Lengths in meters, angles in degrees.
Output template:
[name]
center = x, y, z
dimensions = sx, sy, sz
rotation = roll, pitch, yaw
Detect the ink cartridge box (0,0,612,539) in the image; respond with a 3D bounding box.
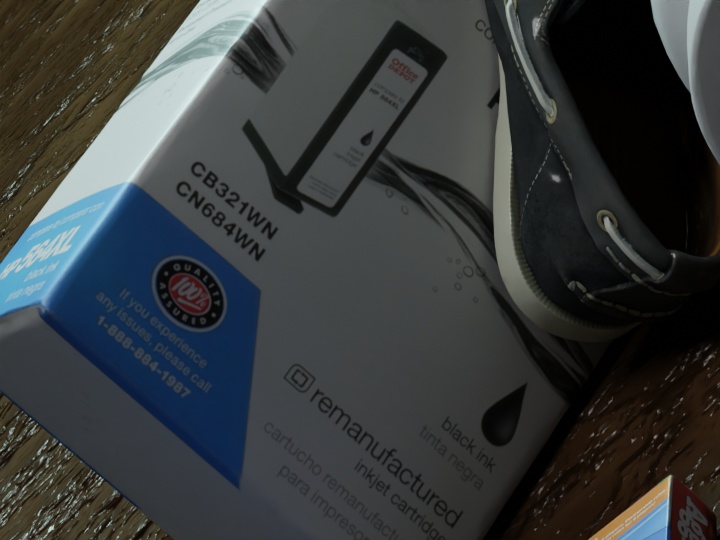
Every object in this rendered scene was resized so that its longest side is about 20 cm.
[ink cartridge box]
center = 0.001, -0.014, 0.871
dimensions = 0.200, 0.146, 0.084
rotation = -55, 15, -23

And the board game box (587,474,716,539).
[board game box]
center = 0.007, 0.138, 0.720
dimensions = 0.200, 0.019, 0.103
rotation = -41, 18, 26

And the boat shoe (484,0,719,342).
[boat shoe]
center = 0.068, -0.085, 0.834
dimensions = 0.068, 0.072, 0.201
rotation = 146, 119, -66

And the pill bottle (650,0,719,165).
[pill bottle]
center = 0.131, -0.091, 0.754
dimensions = 0.116, 0.116, 0.200
rotation = -41, 16, 24
